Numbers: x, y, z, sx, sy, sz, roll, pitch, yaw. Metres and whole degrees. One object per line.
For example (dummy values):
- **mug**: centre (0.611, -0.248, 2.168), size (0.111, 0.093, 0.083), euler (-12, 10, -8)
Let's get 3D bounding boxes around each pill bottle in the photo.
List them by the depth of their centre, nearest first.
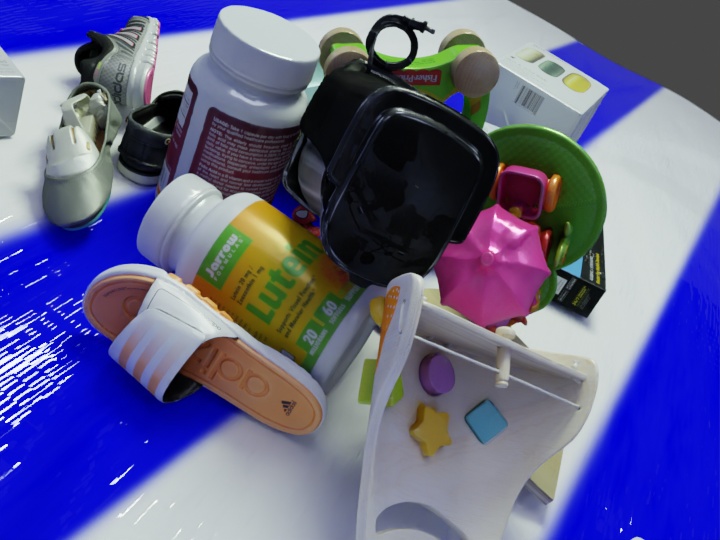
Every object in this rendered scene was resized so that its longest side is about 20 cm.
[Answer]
- **pill bottle**: centre (-0.084, 0.007, 0.656), size (0.199, 0.112, 0.111), euler (34, 33, 9)
- **pill bottle**: centre (-0.116, -0.133, 0.740), size (0.113, 0.201, 0.115), euler (19, 34, -13)

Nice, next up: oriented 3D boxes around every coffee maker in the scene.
- **coffee maker**: centre (0.017, -0.105, 0.626), size (0.133, 0.195, 0.200), euler (0, 17, -13)

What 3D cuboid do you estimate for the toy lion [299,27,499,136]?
- **toy lion**: centre (0.027, -0.139, 0.790), size (0.197, 0.194, 0.069), euler (-3, 37, -11)

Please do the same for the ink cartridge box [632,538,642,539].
- **ink cartridge box**: centre (0.201, 0.289, 0.507), size (0.115, 0.068, 0.201), euler (-2, 44, -38)

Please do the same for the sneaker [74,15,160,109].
- **sneaker**: centre (-0.277, -0.245, 0.892), size (0.086, 0.074, 0.201), euler (8, 34, -18)

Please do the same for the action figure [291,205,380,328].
- **action figure**: centre (0.000, 0.000, 0.789), size (0.200, 0.052, 0.065), euler (41, 40, 22)

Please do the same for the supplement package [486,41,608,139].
- **supplement package**: centre (0.256, -0.231, 1.189), size (0.151, 0.152, 0.200), euler (34, 33, 12)

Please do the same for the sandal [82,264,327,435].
- **sandal**: centre (-0.118, 0.069, 0.578), size (0.205, 0.080, 0.059), euler (30, 30, -1)

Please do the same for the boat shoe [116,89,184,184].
- **boat shoe**: centre (-0.191, -0.159, 0.851), size (0.073, 0.064, 0.202), euler (27, 31, 4)

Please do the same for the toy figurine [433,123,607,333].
- **toy figurine**: centre (0.122, -0.004, 0.696), size (0.148, 0.202, 0.184), euler (15, 34, 20)

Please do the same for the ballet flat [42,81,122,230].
- **ballet flat**: centre (-0.264, -0.114, 0.726), size (0.066, 0.064, 0.201), euler (-14, 38, 1)

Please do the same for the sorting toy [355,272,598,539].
- **sorting toy**: centre (0.061, 0.122, 0.569), size (0.199, 0.106, 0.182), euler (25, 72, -34)

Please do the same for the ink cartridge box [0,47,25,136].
- **ink cartridge box**: centre (-0.420, -0.209, 0.744), size (0.115, 0.068, 0.200), euler (-14, 51, -46)

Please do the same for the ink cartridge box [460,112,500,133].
- **ink cartridge box**: centre (0.137, -0.138, 0.988), size (0.197, 0.041, 0.201), euler (18, 33, -15)

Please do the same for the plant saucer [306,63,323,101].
- **plant saucer**: centre (-0.018, -0.188, 0.902), size (0.197, 0.036, 0.201), euler (6, 40, -5)

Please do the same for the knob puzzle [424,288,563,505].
- **knob puzzle**: centre (0.109, 0.097, 0.727), size (0.218, 0.030, 0.221), euler (31, 33, -23)

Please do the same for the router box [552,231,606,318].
- **router box**: centre (0.237, -0.040, 1.006), size (0.148, 0.051, 0.201), euler (26, 33, 0)
